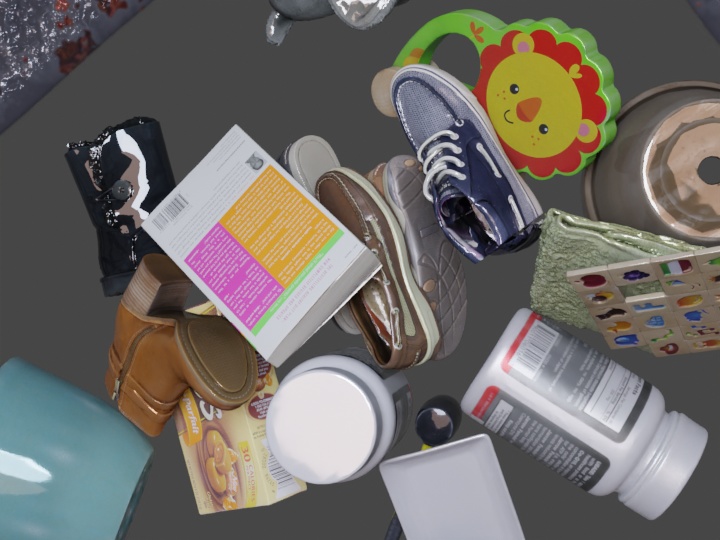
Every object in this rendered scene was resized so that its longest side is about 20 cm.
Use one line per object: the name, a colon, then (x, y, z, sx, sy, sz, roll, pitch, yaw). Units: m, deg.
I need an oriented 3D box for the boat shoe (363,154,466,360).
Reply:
boat shoe: (0.049, -0.010, 1.084, 0.072, 0.076, 0.201, -10, 94, 43)

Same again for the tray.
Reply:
tray: (0.098, 0.245, 1.056, 0.107, 0.022, 0.200, -17, 112, 8)

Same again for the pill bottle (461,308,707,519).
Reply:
pill bottle: (0.203, 0.133, 1.019, 0.200, 0.114, 0.114, 32, 94, 8)

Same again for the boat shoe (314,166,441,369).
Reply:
boat shoe: (0.004, -0.003, 1.025, 0.075, 0.075, 0.203, -39, 75, 43)

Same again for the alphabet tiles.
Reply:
alphabet tiles: (0.280, 0.030, 0.936, 0.167, 0.200, 0.008, -10, 62, 22)

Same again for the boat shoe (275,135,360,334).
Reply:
boat shoe: (-0.037, -0.032, 1.108, 0.063, 0.073, 0.201, -15, 93, 52)

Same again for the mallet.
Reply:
mallet: (0.051, 0.214, 1.095, 0.041, 0.066, 0.200, 22, 108, 10)

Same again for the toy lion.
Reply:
toy lion: (0.132, -0.161, 1.021, 0.200, 0.069, 0.192, 50, 130, 7)

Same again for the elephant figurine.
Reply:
elephant figurine: (0.007, -0.293, 1.050, 0.199, 0.155, 0.142, 17, 70, 18)

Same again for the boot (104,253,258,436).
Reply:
boot: (-0.172, 0.100, 1.034, 0.200, 0.074, 0.155, 51, 127, 40)

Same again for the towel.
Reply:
towel: (0.223, 0.013, 0.988, 0.148, 0.200, 0.037, 17, 68, 10)

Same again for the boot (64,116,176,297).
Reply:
boot: (-0.191, -0.075, 1.114, 0.200, 0.076, 0.169, -14, 91, 15)

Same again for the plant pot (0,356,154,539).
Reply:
plant pot: (-0.295, 0.204, 1.075, 0.161, 0.201, 0.201, 20, 93, -3)

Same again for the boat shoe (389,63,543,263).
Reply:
boat shoe: (0.082, -0.096, 0.984, 0.075, 0.093, 0.200, -42, 83, 32)

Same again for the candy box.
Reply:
candy box: (-0.131, 0.130, 1.087, 0.115, 0.055, 0.201, -19, 85, 44)

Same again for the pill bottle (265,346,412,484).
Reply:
pill bottle: (-0.019, 0.131, 1.020, 0.114, 0.200, 0.114, 0, 89, 10)

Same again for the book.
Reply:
book: (-0.096, -0.026, 1.012, 0.134, 0.048, 0.200, -46, 62, 0)

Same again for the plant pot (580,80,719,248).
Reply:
plant pot: (0.300, -0.080, 0.984, 0.199, 0.174, 0.201, 0, 89, 8)
